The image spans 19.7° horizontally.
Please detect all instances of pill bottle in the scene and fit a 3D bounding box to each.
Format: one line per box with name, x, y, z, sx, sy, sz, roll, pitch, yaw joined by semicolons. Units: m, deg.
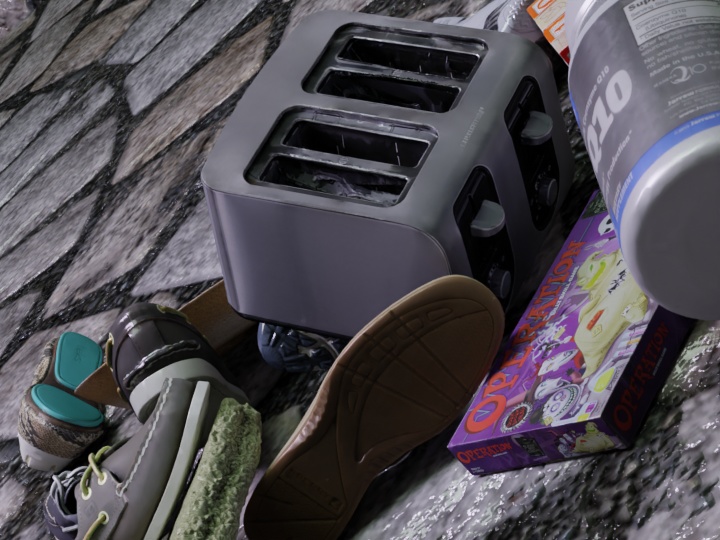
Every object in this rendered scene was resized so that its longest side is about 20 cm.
pill bottle;0.168;-0.079;1.052;0.113;0.114;0.201;-36;35;19

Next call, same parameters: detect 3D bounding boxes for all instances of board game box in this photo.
board game box;0.134;0.020;1.109;0.120;0.032;0.201;-24;28;52

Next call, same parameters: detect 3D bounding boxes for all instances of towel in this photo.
towel;-0.094;0.169;1.139;0.200;0.036;0.149;-77;8;-67

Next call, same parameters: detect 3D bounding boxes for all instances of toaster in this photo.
toaster;0.012;-0.053;1.240;0.198;0.119;0.181;11;47;24

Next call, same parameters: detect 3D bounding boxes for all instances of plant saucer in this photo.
plant saucer;-0.105;0.042;1.427;0.199;0.036;0.200;-35;-2;-2

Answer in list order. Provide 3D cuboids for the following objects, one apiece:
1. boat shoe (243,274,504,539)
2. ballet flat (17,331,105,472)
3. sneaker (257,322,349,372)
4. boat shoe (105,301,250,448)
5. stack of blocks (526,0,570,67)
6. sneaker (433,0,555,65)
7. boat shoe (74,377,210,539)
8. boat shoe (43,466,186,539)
boat shoe;0.008;0.076;1.164;0.201;0.072;0.072;-53;5;17
ballet flat;-0.231;0.111;1.585;0.076;0.067;0.200;-62;11;13
sneaker;0.000;0.000;1.360;0.200;0.078;0.086;-46;7;-29
boat shoe;-0.116;0.070;1.304;0.071;0.061;0.201;-28;-15;-6
stack of blocks;0.184;-0.158;1.319;0.115;0.059;0.200;-40;20;9
sneaker;0.112;-0.181;1.475;0.201;0.075;0.115;-54;25;-17
boat shoe;-0.142;0.142;1.214;0.072;0.060;0.203;-68;2;-62
boat shoe;-0.171;0.147;1.378;0.073;0.063;0.199;-51;21;-20
